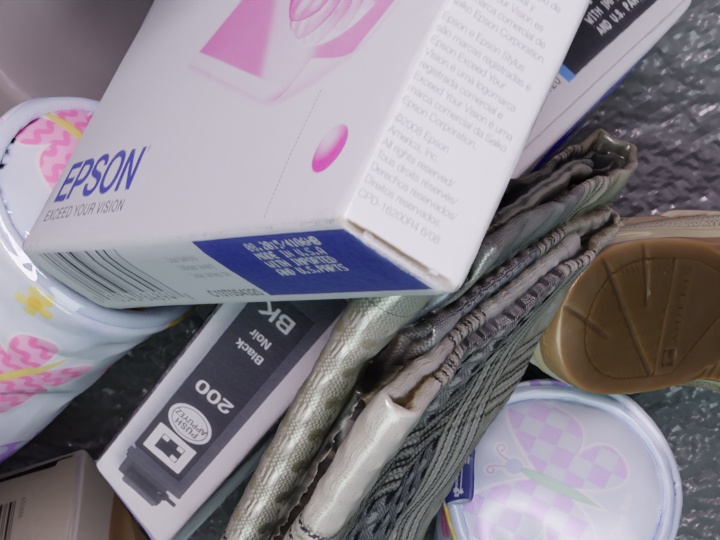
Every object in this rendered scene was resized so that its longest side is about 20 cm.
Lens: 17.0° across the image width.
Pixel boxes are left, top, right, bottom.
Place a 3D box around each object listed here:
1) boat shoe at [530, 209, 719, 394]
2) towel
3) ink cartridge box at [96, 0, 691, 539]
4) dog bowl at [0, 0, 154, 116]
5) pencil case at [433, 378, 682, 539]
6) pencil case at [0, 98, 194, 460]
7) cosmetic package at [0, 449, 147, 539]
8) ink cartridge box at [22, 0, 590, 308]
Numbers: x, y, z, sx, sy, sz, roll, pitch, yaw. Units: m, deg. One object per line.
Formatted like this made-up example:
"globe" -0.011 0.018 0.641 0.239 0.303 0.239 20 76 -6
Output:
"boat shoe" 0.121 0.010 0.857 0.199 0.065 0.073 1 104 -41
"towel" 0.010 0.059 0.702 0.034 0.192 0.201 34 115 14
"ink cartridge box" 0.000 0.000 0.782 0.043 0.198 0.200 43 136 4
"dog bowl" -0.071 -0.085 0.807 0.199 0.059 0.201 1 129 1
"pencil case" 0.065 0.110 0.893 0.083 0.091 0.200 1 159 -1
"pencil case" -0.131 0.025 0.801 0.090 0.084 0.200 17 142 -30
"cosmetic package" -0.115 0.178 1.010 0.105 0.071 0.200 -17 127 15
"ink cartridge box" 0.002 -0.085 0.640 0.043 0.201 0.196 31 163 -24
